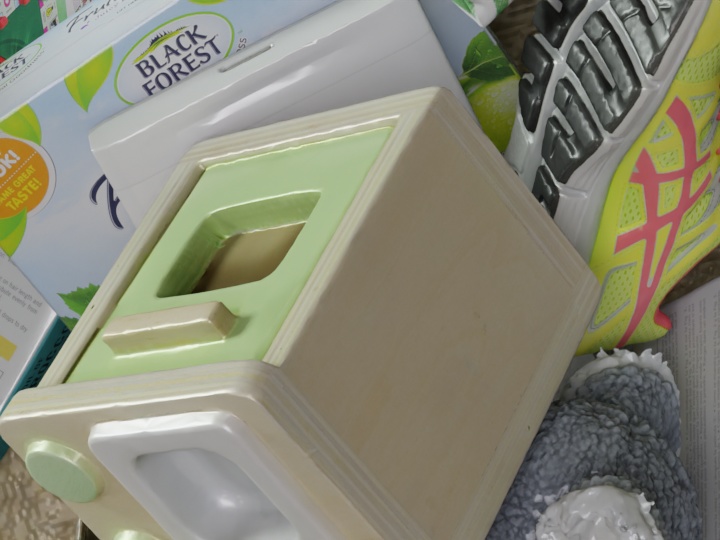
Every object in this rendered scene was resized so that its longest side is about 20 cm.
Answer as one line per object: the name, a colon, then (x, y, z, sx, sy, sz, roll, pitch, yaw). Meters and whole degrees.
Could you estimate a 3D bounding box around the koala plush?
koala plush: (0.054, 0.128, 0.982, 0.184, 0.177, 0.200, 30, 109, 0)

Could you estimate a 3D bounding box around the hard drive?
hard drive: (0.000, 0.000, 1.050, 0.132, 0.027, 0.200, -27, 119, 3)

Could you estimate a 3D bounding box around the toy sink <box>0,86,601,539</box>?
toy sink: (-0.030, 0.048, 0.921, 0.130, 0.200, 0.112, -9, 131, 45)

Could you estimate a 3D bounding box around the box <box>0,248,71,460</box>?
box: (-0.171, 0.027, 1.157, 0.082, 0.049, 0.200, 33, 101, 7)

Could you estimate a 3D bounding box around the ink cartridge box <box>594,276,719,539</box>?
ink cartridge box: (0.143, 0.087, 1.026, 0.050, 0.200, 0.163, 7, 75, -16)

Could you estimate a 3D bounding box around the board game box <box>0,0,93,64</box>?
board game box: (-0.157, -0.143, 1.114, 0.134, 0.029, 0.201, 5, 82, 3)

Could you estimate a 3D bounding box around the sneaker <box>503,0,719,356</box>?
sneaker: (0.105, -0.049, 0.995, 0.090, 0.078, 0.200, 4, 131, -23)

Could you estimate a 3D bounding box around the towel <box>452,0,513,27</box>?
towel: (0.057, -0.200, 1.014, 0.153, 0.023, 0.200, 43, 65, 2)

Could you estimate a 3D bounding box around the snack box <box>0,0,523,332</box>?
snack box: (-0.045, -0.055, 1.058, 0.200, 0.053, 0.142, -34, 118, 7)

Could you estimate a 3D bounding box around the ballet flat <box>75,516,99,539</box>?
ballet flat: (-0.087, 0.091, 1.143, 0.067, 0.062, 0.201, 7, 97, 10)
